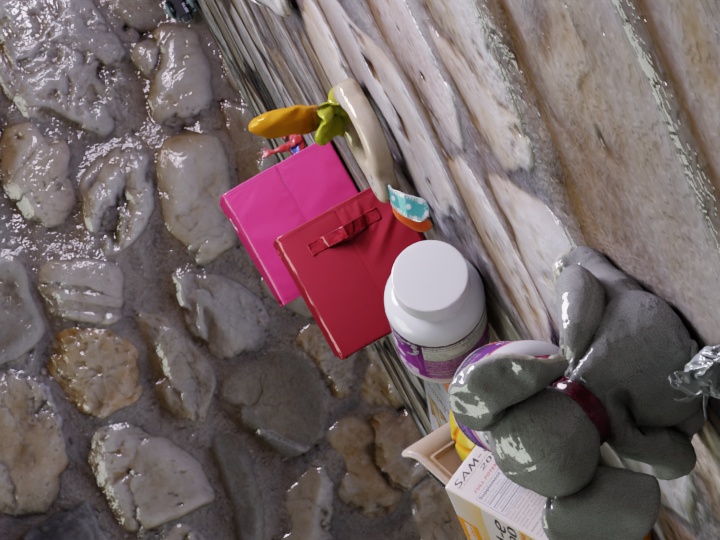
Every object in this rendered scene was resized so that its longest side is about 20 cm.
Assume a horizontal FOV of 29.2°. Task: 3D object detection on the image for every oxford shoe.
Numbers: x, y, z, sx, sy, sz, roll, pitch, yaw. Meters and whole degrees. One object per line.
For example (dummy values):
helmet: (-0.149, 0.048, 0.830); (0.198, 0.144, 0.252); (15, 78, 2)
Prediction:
oxford shoe: (-0.143, -0.385, 1.839); (0.200, 0.058, 0.075); (54, 169, 46)

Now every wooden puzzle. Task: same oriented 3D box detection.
wooden puzzle: (0.154, 0.252, 1.591); (0.200, 0.037, 0.185); (36, -162, 15)

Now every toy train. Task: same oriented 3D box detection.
toy train: (-0.461, -0.697, 3.353); (0.200, 0.085, 0.114); (61, -172, -18)

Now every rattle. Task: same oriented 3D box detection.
rattle: (-0.018, -0.114, 1.618); (0.130, 0.143, 0.200); (-11, 102, 66)

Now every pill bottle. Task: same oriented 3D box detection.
pill bottle: (0.147, 0.123, 1.316); (0.113, 0.112, 0.200); (62, 175, 1)
pill bottle: (0.085, 0.044, 1.533); (0.112, 0.112, 0.200); (59, 175, 25)

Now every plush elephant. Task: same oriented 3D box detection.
plush elephant: (0.142, 0.090, 0.899); (0.165, 0.155, 0.200); (62, 176, -6)

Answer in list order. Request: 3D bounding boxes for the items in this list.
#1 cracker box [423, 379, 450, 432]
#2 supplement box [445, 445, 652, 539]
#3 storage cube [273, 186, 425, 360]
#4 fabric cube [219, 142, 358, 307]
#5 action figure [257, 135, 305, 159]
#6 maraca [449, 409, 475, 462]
cracker box: (0.134, 0.186, 1.910); (0.134, 0.058, 0.200); (-124, 19, -57)
supplement box: (0.195, 0.266, 1.398); (0.200, 0.074, 0.126); (26, 155, 33)
storage cube: (0.000, 0.000, 1.827); (0.180, 0.171, 0.200); (61, 175, -2)
fabric cube: (-0.094, -0.074, 2.236); (0.200, 0.200, 0.196); (61, 174, -1)
action figure: (-0.121, -0.177, 2.586); (0.200, 0.099, 0.065); (63, 174, 8)
maraca: (0.176, 0.202, 1.535); (0.200, 0.107, 0.137); (47, 175, -6)
